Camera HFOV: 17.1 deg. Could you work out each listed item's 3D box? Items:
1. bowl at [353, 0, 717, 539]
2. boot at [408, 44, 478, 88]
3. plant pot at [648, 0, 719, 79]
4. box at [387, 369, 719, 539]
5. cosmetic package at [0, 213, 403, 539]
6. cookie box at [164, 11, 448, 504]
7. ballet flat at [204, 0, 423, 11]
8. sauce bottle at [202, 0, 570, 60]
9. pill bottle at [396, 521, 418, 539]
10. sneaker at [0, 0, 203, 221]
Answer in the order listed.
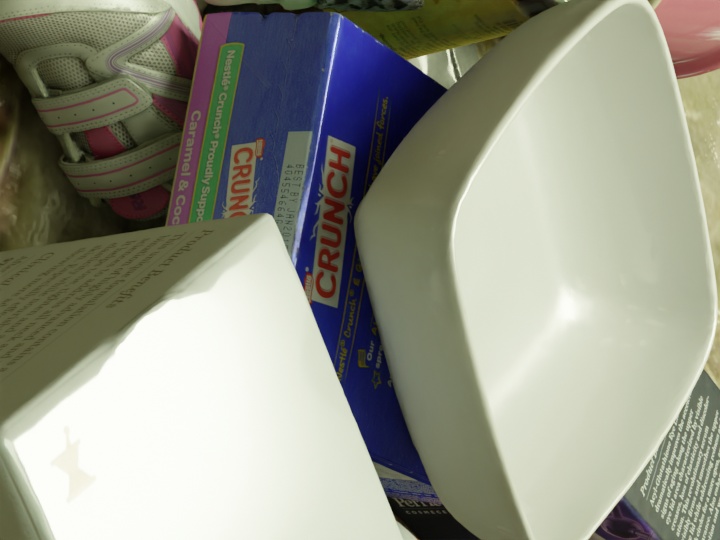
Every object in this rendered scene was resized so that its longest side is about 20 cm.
[{"bbox_3d":[0.071,-0.002,1.012,0.200,0.074,0.200,-47,132,-41],"label":"bowl"},{"bbox_3d":[0.024,-0.077,1.209,0.182,0.072,0.201,-42,125,-63],"label":"boot"},{"bbox_3d":[0.139,-0.192,1.258,0.179,0.199,0.201,-27,106,-60],"label":"plant pot"},{"bbox_3d":[0.124,0.119,1.248,0.200,0.148,0.105,47,51,-37],"label":"box"},{"bbox_3d":[-0.122,0.095,0.879,0.167,0.200,0.167,-40,116,-47],"label":"cosmetic package"},{"bbox_3d":[0.000,0.000,1.045,0.200,0.075,0.172,30,66,-54],"label":"cookie box"},{"bbox_3d":[-0.064,-0.156,1.045,0.200,0.072,0.072,38,40,11],"label":"ballet flat"},{"bbox_3d":[0.013,-0.126,1.093,0.065,0.200,0.065,20,64,-50],"label":"sauce bottle"},{"bbox_3d":[0.004,0.178,1.109,0.200,0.109,0.110,46,50,-39],"label":"pill bottle"},{"bbox_3d":[-0.098,-0.072,1.037,0.200,0.081,0.089,29,60,-46],"label":"sneaker"}]
